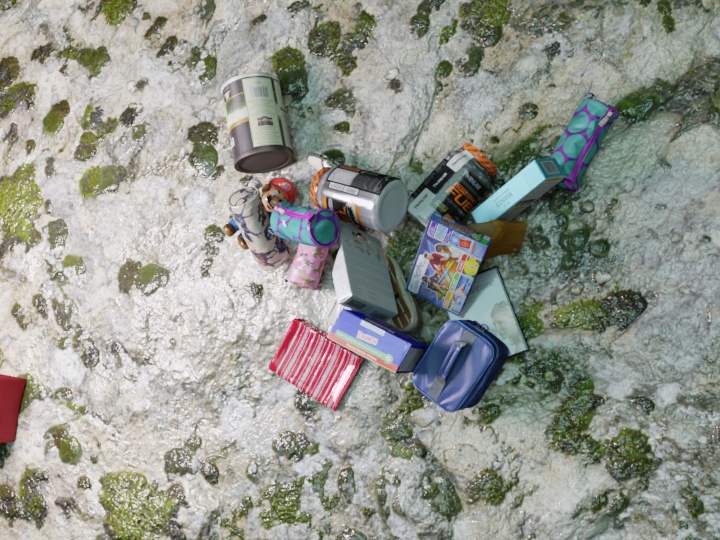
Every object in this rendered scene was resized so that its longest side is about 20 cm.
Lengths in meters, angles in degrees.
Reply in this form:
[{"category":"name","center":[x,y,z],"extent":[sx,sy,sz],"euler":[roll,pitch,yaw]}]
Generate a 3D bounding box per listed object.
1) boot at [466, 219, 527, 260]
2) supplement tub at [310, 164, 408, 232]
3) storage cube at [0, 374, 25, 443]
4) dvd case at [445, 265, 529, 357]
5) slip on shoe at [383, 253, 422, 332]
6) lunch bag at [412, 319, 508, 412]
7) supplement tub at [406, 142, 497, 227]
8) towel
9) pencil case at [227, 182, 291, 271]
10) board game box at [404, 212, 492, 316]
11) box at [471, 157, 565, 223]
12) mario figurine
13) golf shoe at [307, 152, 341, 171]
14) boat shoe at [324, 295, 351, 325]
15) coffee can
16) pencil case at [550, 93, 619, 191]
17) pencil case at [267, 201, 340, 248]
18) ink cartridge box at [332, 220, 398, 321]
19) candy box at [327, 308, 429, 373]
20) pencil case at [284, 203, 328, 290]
[{"category":"boot","center":[0.272,-0.038,1.642],"extent":[0.144,0.201,0.071],"euler":[-1,56,-22]},{"category":"supplement tub","center":[-0.006,-0.162,1.645],"extent":[0.200,0.122,0.123],"euler":[19,88,36]},{"category":"storage cube","center":[-0.992,0.346,1.902],"extent":[0.199,0.180,0.171],"euler":[6,84,16]},{"category":"dvd case","center":[0.271,0.106,1.657],"extent":[0.142,0.018,0.200],"euler":[-22,77,13]},{"category":"slip on shoe","center":[0.087,0.053,1.699],"extent":[0.076,0.061,0.200],"euler":[-41,54,24]},{"category":"lunch bag","center":[0.214,0.195,1.582],"extent":[0.136,0.132,0.200],"euler":[34,103,24]},{"category":"supplement tub","center":[0.202,-0.178,1.661],"extent":[0.122,0.122,0.200],"euler":[43,96,17]},{"category":"towel","center":[-0.106,0.217,1.748],"extent":[0.200,0.022,0.145],"euler":[29,92,17]},{"category":"pencil case","center":[-0.234,-0.100,1.737],"extent":[0.078,0.200,0.089],"euler":[4,41,36]},{"category":"board game box","center":[0.183,-0.011,1.593],"extent":[0.135,0.034,0.200],"euler":[26,130,11]},{"category":"box","center":[0.333,-0.161,1.593],"extent":[0.200,0.082,0.049],"euler":[-41,69,43]},{"category":"mario figurine","center":[-0.235,-0.139,1.786],"extent":[0.200,0.123,0.106],"euler":[-45,61,10]},{"category":"golf shoe","center":[-0.056,-0.210,1.767],"extent":[0.200,0.077,0.088],"euler":[34,100,18]},{"category":"boat shoe","center":[-0.027,0.036,1.729],"extent":[0.066,0.072,0.200],"euler":[20,96,15]},{"category":"coffee can","center":[-0.247,-0.352,1.802],"extent":[0.146,0.146,0.200],"euler":[-14,78,14]},{"category":"pencil case","center":[0.472,-0.270,1.606],"extent":[0.085,0.092,0.200],"euler":[27,92,-19]},{"category":"pencil case","center":[-0.125,-0.102,1.641],"extent":[0.085,0.092,0.200],"euler":[-55,32,-14]},{"category":"ink cartridge box","center":[0.000,0.000,1.640],"extent":[0.047,0.160,0.200],"euler":[-33,54,29]},{"category":"candy box","center":[0.044,0.154,1.620],"extent":[0.169,0.200,0.077],"euler":[27,90,18]},{"category":"pencil case","center":[-0.112,-0.056,1.755],"extent":[0.086,0.083,0.200],"euler":[16,88,27]}]
